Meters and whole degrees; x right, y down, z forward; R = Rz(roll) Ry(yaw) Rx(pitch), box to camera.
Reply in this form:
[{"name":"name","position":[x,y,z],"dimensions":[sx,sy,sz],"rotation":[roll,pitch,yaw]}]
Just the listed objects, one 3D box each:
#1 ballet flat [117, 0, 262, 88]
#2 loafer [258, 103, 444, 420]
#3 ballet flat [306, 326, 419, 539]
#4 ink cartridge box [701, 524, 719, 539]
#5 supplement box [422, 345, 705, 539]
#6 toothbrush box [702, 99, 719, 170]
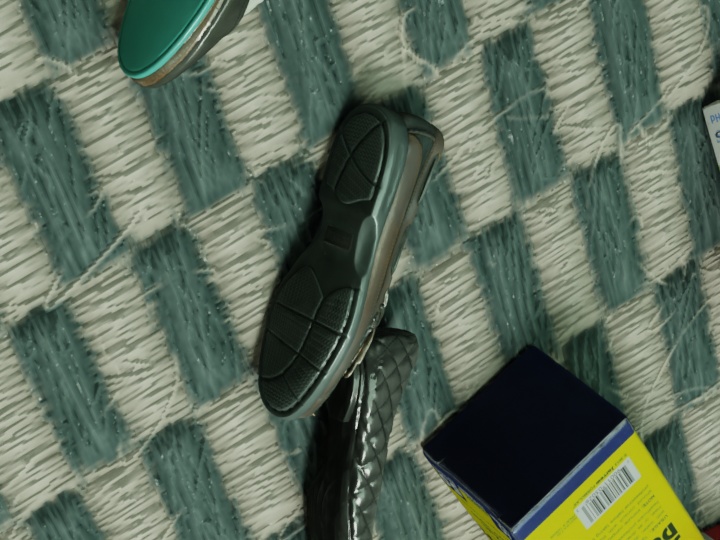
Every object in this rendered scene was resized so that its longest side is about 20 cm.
[{"name":"ballet flat","position":[-0.063,-0.184,1.006],"dimensions":[0.068,0.068,0.200],"rotation":[8,111,-46]},{"name":"loafer","position":[0.000,0.000,1.150],"dimensions":[0.063,0.072,0.200],"rotation":[7,109,-43]},{"name":"ballet flat","position":[0.003,0.130,1.223],"dimensions":[0.057,0.066,0.200],"rotation":[-5,117,-28]},{"name":"ink cartridge box","position":[0.253,0.280,1.427],"dimensions":[0.200,0.144,0.084],"rotation":[-16,123,-27]},{"name":"supplement box","position":[0.149,0.168,1.317],"dimensions":[0.110,0.109,0.200],"rotation":[-43,131,-7]},{"name":"toothbrush box","position":[0.334,-0.037,1.285],"dimensions":[0.145,0.086,0.200],"rotation":[-14,87,-27]}]
